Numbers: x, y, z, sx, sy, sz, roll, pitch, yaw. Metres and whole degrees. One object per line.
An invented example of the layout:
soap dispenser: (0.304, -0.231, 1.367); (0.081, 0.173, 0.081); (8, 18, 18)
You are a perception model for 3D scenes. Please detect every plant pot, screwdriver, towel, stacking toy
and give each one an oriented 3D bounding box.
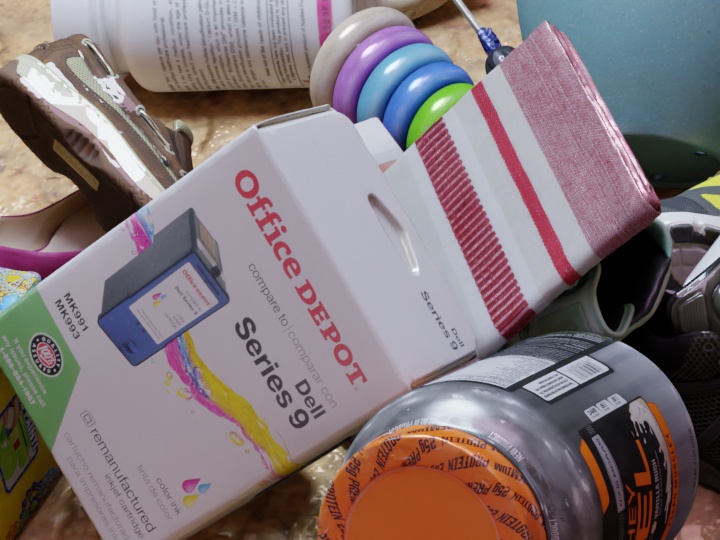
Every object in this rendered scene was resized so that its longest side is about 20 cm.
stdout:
plant pot: (0.182, -0.126, 1.281); (0.200, 0.200, 0.135); (5, 74, 16)
screwdriver: (0.074, -0.169, 1.417); (0.028, 0.029, 0.200); (8, 44, -45)
towel: (0.052, -0.015, 1.087); (0.200, 0.023, 0.144); (-42, 43, 21)
stacking toy: (0.061, -0.083, 1.319); (0.085, 0.085, 0.200); (-31, 49, -27)

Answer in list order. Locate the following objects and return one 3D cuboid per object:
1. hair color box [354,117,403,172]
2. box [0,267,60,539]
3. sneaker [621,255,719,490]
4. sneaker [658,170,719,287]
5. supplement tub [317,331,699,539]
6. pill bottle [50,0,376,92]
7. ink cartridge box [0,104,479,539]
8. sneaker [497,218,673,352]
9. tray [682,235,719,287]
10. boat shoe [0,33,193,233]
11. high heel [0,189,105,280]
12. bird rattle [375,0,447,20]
hair color box: (0.000, 0.000, 1.231); (0.111, 0.064, 0.200); (-19, 41, -14)
box: (-0.283, 0.089, 1.121); (0.200, 0.122, 0.193); (9, 41, 21)
sneaker: (0.212, 0.062, 1.075); (0.199, 0.114, 0.076); (22, 49, 30)
sneaker: (0.204, -0.019, 1.221); (0.200, 0.075, 0.085); (-7, 31, -13)
supplement tub: (0.066, 0.100, 0.956); (0.122, 0.123, 0.200); (12, 13, 24)
pill bottle: (-0.095, -0.175, 1.426); (0.200, 0.114, 0.113); (-1, 39, 9)
ink cartridge box: (-0.064, 0.033, 1.049); (0.200, 0.145, 0.087); (-33, -5, 28)
sneaker: (0.075, 0.041, 1.086); (0.200, 0.074, 0.118); (-50, 10, -11)
tray: (0.270, -0.030, 1.169); (0.107, 0.022, 0.200); (38, 69, 4)
boat shoe: (-0.122, -0.060, 1.261); (0.075, 0.075, 0.202); (-38, 83, -29)
high heel: (-0.188, -0.031, 1.275); (0.200, 0.096, 0.067); (-34, 45, -29)
bird rattle: (0.006, -0.241, 1.511); (0.200, 0.113, 0.163); (-15, 55, -4)
